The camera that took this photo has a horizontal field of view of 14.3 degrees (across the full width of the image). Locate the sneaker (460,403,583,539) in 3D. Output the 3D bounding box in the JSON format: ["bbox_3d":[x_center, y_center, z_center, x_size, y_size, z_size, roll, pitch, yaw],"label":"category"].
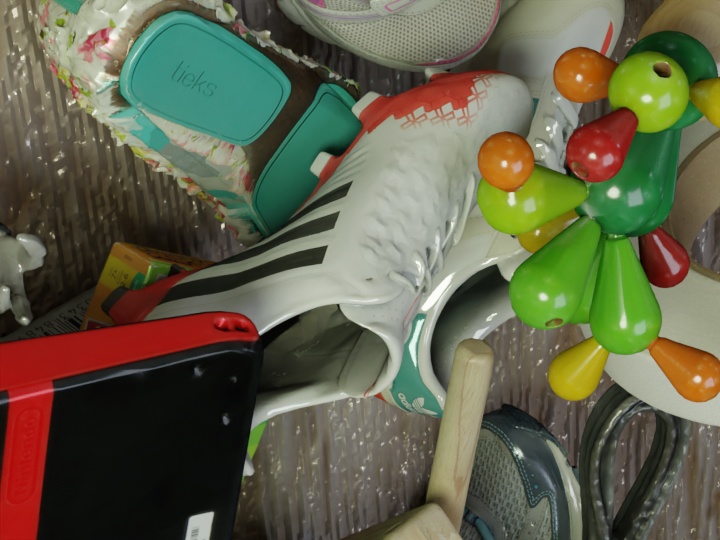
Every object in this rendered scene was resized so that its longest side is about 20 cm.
[{"bbox_3d":[0.044,0.155,1.268,0.086,0.078,0.201,-12,124,-38],"label":"sneaker"}]

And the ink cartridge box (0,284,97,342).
[{"bbox_3d":[-0.143,0.127,1.074,0.196,0.043,0.201,-31,133,-31],"label":"ink cartridge box"}]

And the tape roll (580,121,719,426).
[{"bbox_3d":[0.181,-0.020,1.196,0.203,0.203,0.037,-42,135,-19],"label":"tape roll"}]

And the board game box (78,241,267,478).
[{"bbox_3d":[-0.088,0.091,1.055,0.095,0.030,0.201,12,101,-52],"label":"board game box"}]

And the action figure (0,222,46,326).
[{"bbox_3d":[-0.158,0.008,0.908,0.119,0.102,0.201,-24,120,-14],"label":"action figure"}]

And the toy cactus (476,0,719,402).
[{"bbox_3d":[0.110,-0.045,1.024,0.165,0.102,0.200,-57,160,-20],"label":"toy cactus"}]

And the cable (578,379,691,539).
[{"bbox_3d":[0.101,0.144,1.220,0.097,0.050,0.200,21,111,-24],"label":"cable"}]

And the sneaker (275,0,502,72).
[{"bbox_3d":[0.006,-0.128,1.023,0.081,0.088,0.200,-52,142,-7],"label":"sneaker"}]

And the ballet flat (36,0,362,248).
[{"bbox_3d":[-0.049,-0.059,1.031,0.076,0.064,0.200,-52,144,-5],"label":"ballet flat"}]

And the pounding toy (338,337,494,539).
[{"bbox_3d":[0.016,0.162,1.122,0.142,0.200,0.184,-35,-178,-26],"label":"pounding toy"}]

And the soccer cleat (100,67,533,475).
[{"bbox_3d":[0.000,0.000,1.005,0.200,0.085,0.069,-35,139,-27],"label":"soccer cleat"}]

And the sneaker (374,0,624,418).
[{"bbox_3d":[0.062,-0.028,1.147,0.200,0.093,0.070,-54,142,-5],"label":"sneaker"}]

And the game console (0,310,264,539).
[{"bbox_3d":[-0.124,0.104,0.923,0.176,0.031,0.200,-12,132,-28],"label":"game console"}]
